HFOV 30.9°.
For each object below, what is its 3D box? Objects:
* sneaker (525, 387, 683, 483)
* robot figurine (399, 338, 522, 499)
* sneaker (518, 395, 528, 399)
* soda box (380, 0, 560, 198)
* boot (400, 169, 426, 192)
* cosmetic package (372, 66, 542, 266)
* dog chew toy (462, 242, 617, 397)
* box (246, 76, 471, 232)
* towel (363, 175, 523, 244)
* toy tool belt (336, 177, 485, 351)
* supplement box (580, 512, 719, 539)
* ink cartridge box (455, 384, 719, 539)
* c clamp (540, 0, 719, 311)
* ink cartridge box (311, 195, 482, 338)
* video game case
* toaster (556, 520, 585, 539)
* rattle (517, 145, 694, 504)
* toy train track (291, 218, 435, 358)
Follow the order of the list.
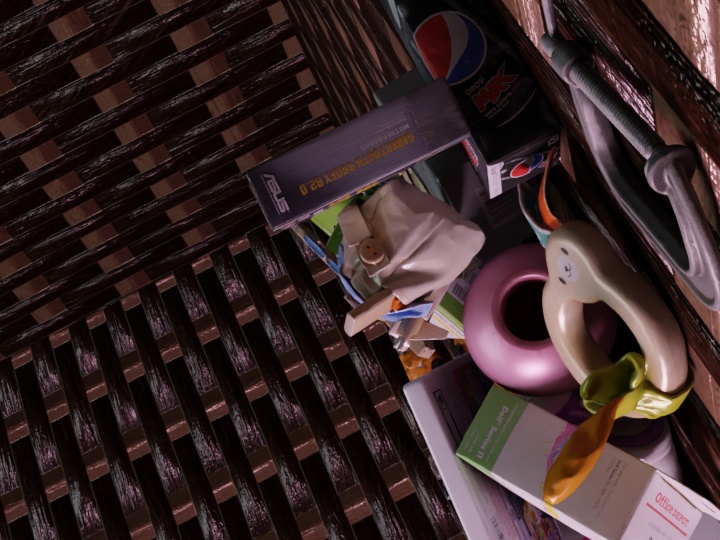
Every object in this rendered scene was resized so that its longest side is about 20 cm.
[{"bbox_3d":[0.206,0.159,1.149,0.100,0.075,0.200,61,161,-21],"label":"sneaker"},{"bbox_3d":[0.126,0.146,1.284,0.058,0.145,0.201,13,-134,-60],"label":"robot figurine"},{"bbox_3d":[0.166,0.082,1.335,0.085,0.077,0.201,48,-162,-47],"label":"sneaker"},{"bbox_3d":[0.080,-0.161,0.997,0.201,0.063,0.071,63,179,20],"label":"soda box"},{"bbox_3d":[0.082,-0.062,1.467,0.200,0.072,0.157,-23,-90,-56],"label":"boot"},{"bbox_3d":[0.091,-0.106,1.186,0.107,0.090,0.200,60,178,-32],"label":"cosmetic package"},{"bbox_3d":[0.154,0.050,1.089,0.125,0.124,0.200,63,-174,17],"label":"dog chew toy"},{"bbox_3d":[-0.005,-0.084,1.002,0.200,0.157,0.049,-148,33,-87],"label":"box"},{"bbox_3d":[0.093,-0.050,1.331,0.199,0.031,0.149,27,180,0],"label":"towel"},{"bbox_3d":[0.026,0.006,1.052,0.124,0.123,0.200,31,175,8],"label":"toy tool belt"},{"bbox_3d":[0.266,0.265,1.143,0.104,0.101,0.200,62,179,8],"label":"supplement box"},{"bbox_3d":[0.185,0.173,1.006,0.199,0.068,0.117,26,172,40],"label":"ink cartridge box"},{"bbox_3d":[0.150,-0.073,0.741,0.201,0.027,0.171,63,179,46],"label":"c clamp"},{"bbox_3d":[0.023,-0.002,1.297,0.148,0.076,0.199,40,156,-29],"label":"ink cartridge box"},{"bbox_3d":[0.110,0.173,1.112,0.201,0.023,0.182,66,-160,4],"label":"video game case"},{"bbox_3d":[0.242,0.257,1.326,0.201,0.128,0.114,63,178,36],"label":"toaster"},{"bbox_3d":[0.130,0.035,0.911,0.201,0.142,0.130,61,171,-9],"label":"rattle"},{"bbox_3d":[0.000,0.000,1.166,0.200,0.033,0.115,44,-169,25],"label":"toy train track"}]
